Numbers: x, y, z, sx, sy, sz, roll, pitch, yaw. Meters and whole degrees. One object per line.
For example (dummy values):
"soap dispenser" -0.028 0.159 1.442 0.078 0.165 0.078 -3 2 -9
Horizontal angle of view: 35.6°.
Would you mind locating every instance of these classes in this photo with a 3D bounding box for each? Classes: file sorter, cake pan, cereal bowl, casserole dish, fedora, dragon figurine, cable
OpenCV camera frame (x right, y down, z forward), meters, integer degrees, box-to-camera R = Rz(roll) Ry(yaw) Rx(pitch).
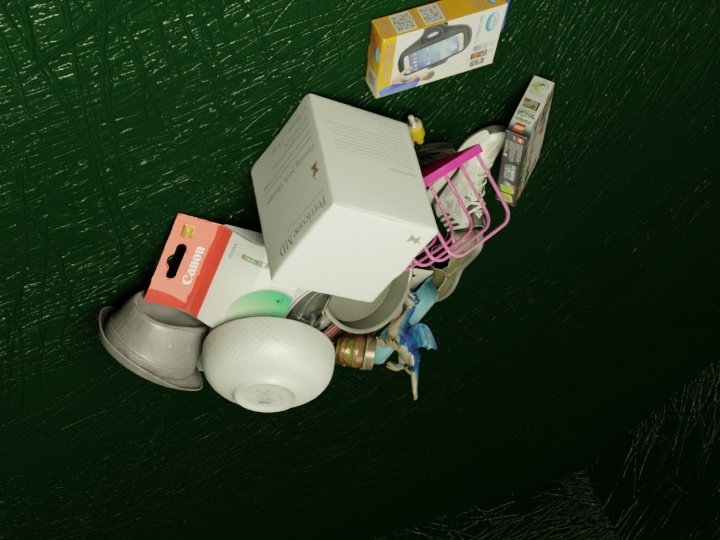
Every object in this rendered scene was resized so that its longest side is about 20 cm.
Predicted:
"file sorter" 0.098 -0.081 1.636 0.139 0.126 0.200 -33 -171 -29
"cake pan" 0.000 0.000 1.794 0.200 0.201 0.037 -4 -170 -39
"cereal bowl" -0.137 0.153 1.665 0.200 0.083 0.200 0 146 0
"casserole dish" 0.075 0.094 1.976 0.200 0.039 0.121 -50 176 12
"fedora" -0.296 0.092 1.686 0.200 0.177 0.090 24 111 -44
"dragon figurine" 0.087 0.121 1.885 0.099 0.200 0.059 -42 -155 -31
"cable" 0.077 -0.173 1.654 0.097 0.050 0.200 -37 152 16

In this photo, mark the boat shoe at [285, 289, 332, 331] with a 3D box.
"boat shoe" -0.092 0.085 1.706 0.070 0.066 0.200 0 143 -46

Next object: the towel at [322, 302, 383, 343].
"towel" -0.017 0.106 1.941 0.144 0.023 0.200 -41 163 9

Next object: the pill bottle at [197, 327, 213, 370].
"pill bottle" -0.189 0.118 1.888 0.200 0.116 0.116 2 143 -46

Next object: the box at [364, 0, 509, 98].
"box" 0.107 -0.299 1.453 0.200 0.042 0.119 -18 154 -13

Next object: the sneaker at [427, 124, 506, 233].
"sneaker" 0.188 -0.132 1.765 0.076 0.115 0.201 -6 148 -36

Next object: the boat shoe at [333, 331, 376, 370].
"boat shoe" -0.015 0.125 1.852 0.068 0.072 0.200 10 174 -3

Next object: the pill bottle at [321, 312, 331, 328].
"pill bottle" -0.115 0.037 1.804 0.112 0.113 0.200 -34 155 16

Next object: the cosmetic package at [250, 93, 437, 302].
"cosmetic package" -0.025 -0.094 1.491 0.166 0.200 0.167 13 136 -32

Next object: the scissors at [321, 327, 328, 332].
"scissors" -0.004 0.075 1.944 0.200 0.014 0.073 -41 151 28

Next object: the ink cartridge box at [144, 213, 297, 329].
"ink cartridge box" -0.193 0.015 1.627 0.200 0.050 0.161 14 118 -24

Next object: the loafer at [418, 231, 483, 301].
"loafer" 0.147 -0.017 2.019 0.070 0.075 0.200 3 139 -28

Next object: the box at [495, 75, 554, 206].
"box" 0.252 -0.196 1.726 0.110 0.035 0.200 -61 166 -23

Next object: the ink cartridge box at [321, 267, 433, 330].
"ink cartridge box" 0.016 0.028 1.966 0.200 0.068 0.115 -39 153 27
